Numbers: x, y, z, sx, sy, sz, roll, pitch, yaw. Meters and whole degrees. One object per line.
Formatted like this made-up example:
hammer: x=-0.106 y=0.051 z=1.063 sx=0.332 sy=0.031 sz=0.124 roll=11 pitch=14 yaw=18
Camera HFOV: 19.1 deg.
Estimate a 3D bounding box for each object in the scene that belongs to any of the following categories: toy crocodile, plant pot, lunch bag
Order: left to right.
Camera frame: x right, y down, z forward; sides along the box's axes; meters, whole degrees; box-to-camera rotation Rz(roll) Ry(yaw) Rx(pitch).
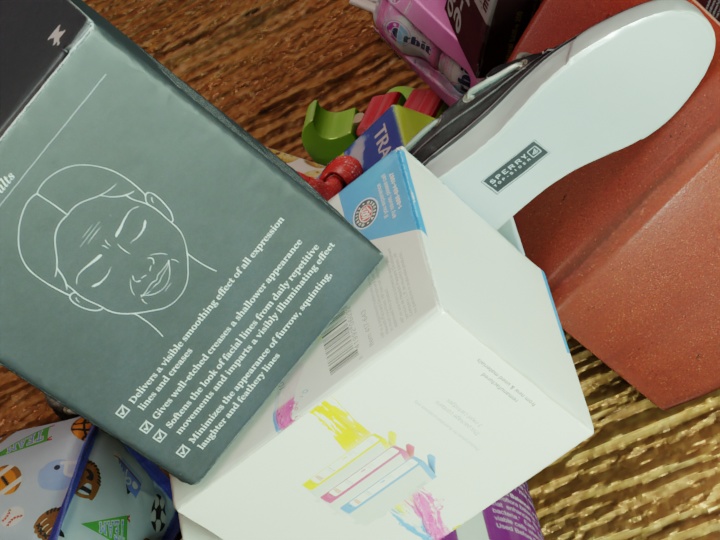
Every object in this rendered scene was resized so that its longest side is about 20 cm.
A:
lunch bag: x=-0.222 y=0.194 z=1.290 sx=0.170 sy=0.124 sz=0.200 roll=-12 pitch=41 yaw=31
toy crocodile: x=0.053 y=-0.096 z=1.430 sx=0.200 sy=0.062 sz=0.068 roll=0 pitch=52 yaw=34
plant pot: x=0.172 y=-0.043 z=1.213 sx=0.176 sy=0.200 sz=0.200 roll=-45 pitch=39 yaw=10

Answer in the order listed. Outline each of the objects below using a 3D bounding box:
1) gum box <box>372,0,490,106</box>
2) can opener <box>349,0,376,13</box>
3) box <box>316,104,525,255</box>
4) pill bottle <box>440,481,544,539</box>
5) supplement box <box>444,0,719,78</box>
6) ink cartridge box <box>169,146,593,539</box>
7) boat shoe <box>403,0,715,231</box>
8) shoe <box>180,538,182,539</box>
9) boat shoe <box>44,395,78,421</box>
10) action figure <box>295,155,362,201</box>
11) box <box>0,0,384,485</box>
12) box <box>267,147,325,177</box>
gum box: x=0.113 y=-0.179 z=1.392 sx=0.200 sy=0.066 sz=0.114 roll=-32 pitch=62 yaw=-24
can opener: x=0.069 y=-0.180 z=1.489 sx=0.200 sy=0.053 sz=0.067 roll=26 pitch=110 yaw=46
box: x=0.000 y=0.000 z=1.226 sx=0.200 sy=0.048 sz=0.122 roll=-43 pitch=46 yaw=33
pill bottle: x=0.044 y=0.153 z=1.162 sx=0.112 sy=0.112 sz=0.200 roll=-26 pitch=41 yaw=12
supplement box: x=0.159 y=-0.189 z=1.296 sx=0.200 sy=0.109 sz=0.061 roll=-14 pitch=61 yaw=-16
ink cartridge box: x=-0.007 y=0.065 z=1.090 sx=0.200 sy=0.125 sz=0.129 roll=-37 pitch=37 yaw=21
boat shoe: x=0.092 y=-0.084 z=1.116 sx=0.200 sy=0.072 sz=0.068 roll=-39 pitch=38 yaw=19
shoe: x=-0.113 y=0.198 z=1.236 sx=0.070 sy=0.053 sz=0.200 roll=-13 pitch=26 yaw=31
boat shoe: x=-0.112 y=0.071 z=1.383 sx=0.200 sy=0.064 sz=0.071 roll=-18 pitch=44 yaw=20
action figure: x=-0.072 y=0.004 z=1.179 sx=0.200 sy=0.065 sz=0.052 roll=-41 pitch=23 yaw=-15
box: x=-0.118 y=-0.020 z=1.006 sx=0.149 sy=0.200 sz=0.107 roll=-50 pitch=35 yaw=2
box: x=-0.073 y=-0.062 z=1.502 sx=0.200 sy=0.039 sz=0.041 roll=22 pitch=64 yaw=45
